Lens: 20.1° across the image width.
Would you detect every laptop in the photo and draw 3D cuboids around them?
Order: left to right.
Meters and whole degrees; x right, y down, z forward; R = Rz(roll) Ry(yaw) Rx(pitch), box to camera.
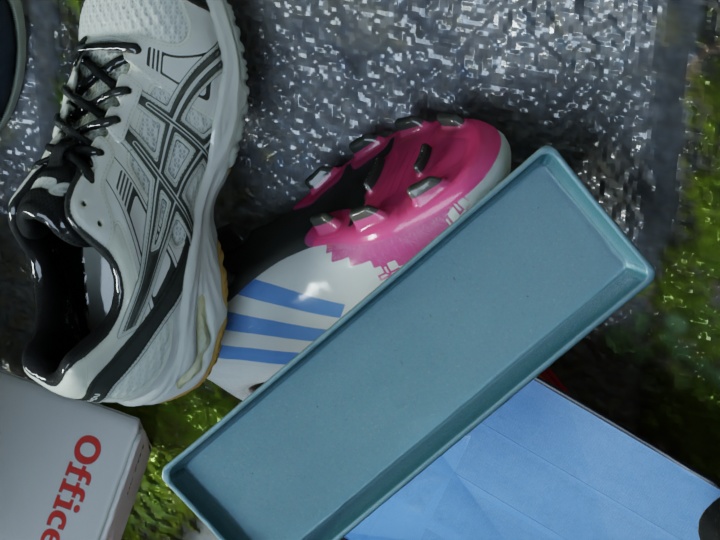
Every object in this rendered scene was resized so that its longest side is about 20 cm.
[{"bbox_3d":[0.042,0.158,0.818,0.187,0.200,0.116,30,156,4],"label":"laptop"}]

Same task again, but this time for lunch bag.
[{"bbox_3d":[0.064,0.127,0.901,0.176,0.082,0.200,-31,103,34],"label":"lunch bag"}]

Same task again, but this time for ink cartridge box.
[{"bbox_3d":[-0.215,0.112,0.951,0.199,0.147,0.086,19,166,2],"label":"ink cartridge box"}]

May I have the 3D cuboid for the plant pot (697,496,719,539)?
[{"bbox_3d":[0.268,0.133,0.713,0.200,0.177,0.200,-38,102,7],"label":"plant pot"}]

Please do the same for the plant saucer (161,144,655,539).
[{"bbox_3d":[0.018,0.039,0.797,0.200,0.019,0.070,-40,103,5],"label":"plant saucer"}]

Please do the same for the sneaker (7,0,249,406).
[{"bbox_3d":[-0.099,-0.043,0.827,0.075,0.087,0.201,0,91,40],"label":"sneaker"}]

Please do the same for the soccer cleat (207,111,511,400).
[{"bbox_3d":[0.000,0.000,0.869,0.200,0.070,0.086,-26,121,37],"label":"soccer cleat"}]

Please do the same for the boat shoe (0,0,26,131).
[{"bbox_3d":[-0.213,-0.060,0.919,0.075,0.062,0.200,38,127,-4],"label":"boat shoe"}]
